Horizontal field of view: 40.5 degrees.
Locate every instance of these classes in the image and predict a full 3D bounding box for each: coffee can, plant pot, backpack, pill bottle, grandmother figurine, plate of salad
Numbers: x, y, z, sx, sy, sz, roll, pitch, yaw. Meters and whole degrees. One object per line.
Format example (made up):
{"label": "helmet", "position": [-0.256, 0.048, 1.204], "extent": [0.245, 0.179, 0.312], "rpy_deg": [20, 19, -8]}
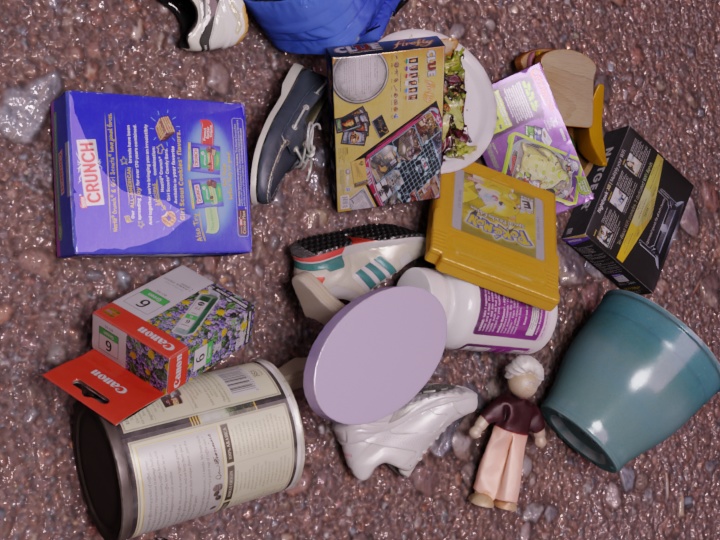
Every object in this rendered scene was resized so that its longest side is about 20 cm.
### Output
{"label": "coffee can", "position": [-0.178, 0.183, 1.013], "extent": [0.199, 0.146, 0.147], "rpy_deg": [-10, 90, -32]}
{"label": "plant pot", "position": [0.352, 0.161, 1.325], "extent": [0.188, 0.200, 0.200], "rpy_deg": [-45, 108, -12]}
{"label": "backpack", "position": [-0.031, -0.344, 1.156], "extent": [0.168, 0.162, 0.201], "rpy_deg": [52, 58, -39]}
{"label": "pill bottle", "position": [0.145, 0.047, 1.246], "extent": [0.199, 0.112, 0.113], "rpy_deg": [7, 81, -33]}
{"label": "grandmother figurine", "position": [0.200, 0.210, 1.282], "extent": [0.121, 0.060, 0.201], "rpy_deg": [15, 87, -38]}
{"label": "plate of salad", "position": [0.091, -0.224, 1.264], "extent": [0.199, 0.048, 0.202], "rpy_deg": [5, 75, -18]}

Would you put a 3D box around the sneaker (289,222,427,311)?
{"label": "sneaker", "position": [0.000, 0.000, 1.202], "extent": [0.199, 0.070, 0.094], "rpy_deg": [-12, 112, -36]}

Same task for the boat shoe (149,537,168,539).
{"label": "boat shoe", "position": [-0.252, 0.347, 0.981], "extent": [0.200, 0.093, 0.075], "rpy_deg": [-39, 104, -29]}

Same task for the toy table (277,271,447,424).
{"label": "toy table", "position": [-0.010, 0.088, 1.085], "extent": [0.199, 0.117, 0.185], "rpy_deg": [-18, 100, -38]}

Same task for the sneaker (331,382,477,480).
{"label": "sneaker", "position": [0.060, 0.201, 1.210], "extent": [0.199, 0.078, 0.100], "rpy_deg": [-15, 99, -23]}

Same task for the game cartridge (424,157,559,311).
{"label": "game cartridge", "position": [0.171, -0.054, 1.244], "extent": [0.175, 0.033, 0.201], "rpy_deg": [19, 43, -10]}

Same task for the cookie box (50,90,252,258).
{"label": "cookie box", "position": [-0.225, -0.100, 1.058], "extent": [0.199, 0.075, 0.172], "rpy_deg": [-1, 85, -33]}

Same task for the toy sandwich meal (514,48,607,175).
{"label": "toy sandwich meal", "position": [0.285, -0.216, 1.388], "extent": [0.204, 0.070, 0.207], "rpy_deg": [4, 82, -31]}

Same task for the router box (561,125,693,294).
{"label": "router box", "position": [0.401, -0.088, 1.456], "extent": [0.157, 0.052, 0.201], "rpy_deg": [37, 67, -22]}

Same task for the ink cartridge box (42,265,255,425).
{"label": "ink cartridge box", "position": [-0.211, 0.070, 0.994], "extent": [0.200, 0.109, 0.051], "rpy_deg": [-33, 142, -49]}

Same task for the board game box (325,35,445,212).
{"label": "board game box", "position": [0.030, -0.171, 1.161], "extent": [0.135, 0.035, 0.201], "rpy_deg": [-8, 125, -11]}

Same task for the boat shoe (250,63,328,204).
{"label": "boat shoe", "position": [-0.078, -0.156, 1.139], "extent": [0.061, 0.075, 0.201], "rpy_deg": [16, 54, 2]}

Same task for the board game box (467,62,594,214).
{"label": "board game box", "position": [0.227, -0.167, 1.335], "extent": [0.119, 0.032, 0.201], "rpy_deg": [-22, 99, 11]}

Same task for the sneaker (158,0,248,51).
{"label": "sneaker", "position": [-0.199, -0.345, 1.103], "extent": [0.087, 0.076, 0.201], "rpy_deg": [-25, 96, -29]}
